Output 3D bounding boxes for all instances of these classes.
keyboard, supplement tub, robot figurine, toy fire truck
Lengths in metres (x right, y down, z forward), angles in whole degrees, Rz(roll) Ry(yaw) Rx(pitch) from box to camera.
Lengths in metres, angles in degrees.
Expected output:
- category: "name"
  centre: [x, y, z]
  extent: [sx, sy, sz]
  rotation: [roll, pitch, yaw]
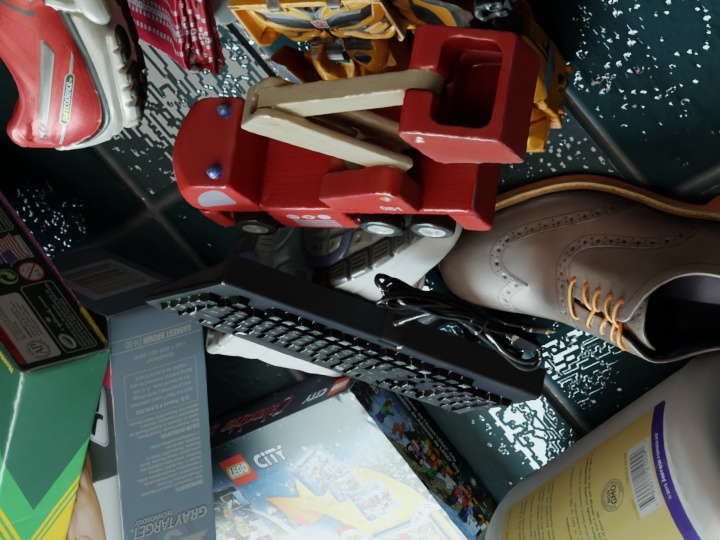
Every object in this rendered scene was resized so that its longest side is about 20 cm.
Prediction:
- category: "keyboard"
  centre: [0.009, 0.032, 1.228]
  extent: [0.200, 0.021, 0.127]
  rotation: [20, 154, -35]
- category: "supplement tub"
  centre: [0.151, 0.139, 1.249]
  extent: [0.145, 0.145, 0.200]
  rotation: [42, 132, -8]
- category: "robot figurine"
  centre: [0.013, -0.109, 1.127]
  extent: [0.145, 0.058, 0.200]
  rotation: [0, 162, 27]
- category: "toy fire truck"
  centre: [-0.005, -0.058, 1.119]
  extent: [0.200, 0.049, 0.141]
  rotation: [2, 164, 25]

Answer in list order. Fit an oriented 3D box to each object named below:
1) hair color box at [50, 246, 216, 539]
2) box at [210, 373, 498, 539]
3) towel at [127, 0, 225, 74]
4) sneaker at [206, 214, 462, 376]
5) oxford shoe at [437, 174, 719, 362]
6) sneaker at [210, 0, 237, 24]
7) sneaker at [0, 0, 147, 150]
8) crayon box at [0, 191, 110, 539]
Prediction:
- category: "hair color box"
  centre: [-0.129, 0.098, 1.359]
  extent: [0.099, 0.061, 0.200]
  rotation: [22, 121, 49]
- category: "box"
  centre: [-0.030, 0.135, 1.408]
  extent: [0.200, 0.038, 0.137]
  rotation: [-25, 110, 38]
- category: "towel"
  centre: [-0.124, -0.194, 1.171]
  extent: [0.145, 0.022, 0.200]
  rotation: [33, 144, 50]
- category: "sneaker"
  centre: [0.000, 0.000, 1.267]
  extent: [0.087, 0.075, 0.200]
  rotation: [21, 155, -22]
- category: "oxford shoe"
  centre: [0.121, 0.003, 1.209]
  extent: [0.200, 0.073, 0.071]
  rotation: [-1, 124, 27]
- category: "sneaker"
  centre: [-0.068, -0.207, 1.160]
  extent: [0.088, 0.075, 0.200]
  rotation: [33, 139, 28]
- category: "sneaker"
  centre: [-0.160, -0.141, 1.140]
  extent: [0.085, 0.077, 0.200]
  rotation: [-18, 112, 3]
- category: "crayon box"
  centre: [-0.216, 0.039, 1.353]
  extent: [0.200, 0.058, 0.173]
  rotation: [50, 140, 31]
